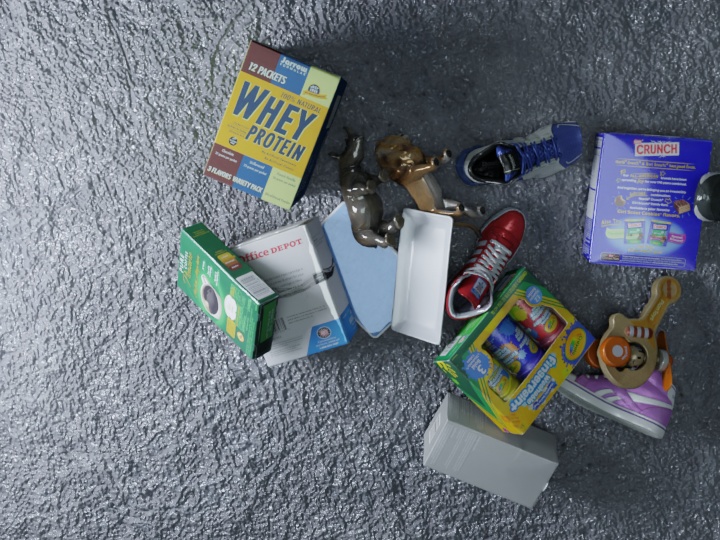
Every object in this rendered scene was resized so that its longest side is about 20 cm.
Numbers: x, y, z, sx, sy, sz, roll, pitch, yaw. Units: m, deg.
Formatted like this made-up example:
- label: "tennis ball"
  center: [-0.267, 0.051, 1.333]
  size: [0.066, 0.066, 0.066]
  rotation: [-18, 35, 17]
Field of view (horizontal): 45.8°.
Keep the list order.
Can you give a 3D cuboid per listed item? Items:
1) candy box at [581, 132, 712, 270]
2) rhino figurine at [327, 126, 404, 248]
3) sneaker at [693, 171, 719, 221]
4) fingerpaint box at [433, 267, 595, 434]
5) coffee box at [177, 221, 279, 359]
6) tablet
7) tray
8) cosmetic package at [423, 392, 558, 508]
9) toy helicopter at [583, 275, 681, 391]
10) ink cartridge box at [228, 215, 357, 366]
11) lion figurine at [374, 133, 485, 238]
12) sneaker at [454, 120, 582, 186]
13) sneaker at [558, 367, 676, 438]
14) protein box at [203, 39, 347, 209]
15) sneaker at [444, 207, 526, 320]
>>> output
- label: "candy box"
  center: [0.442, -0.110, 1.326]
  size: [0.167, 0.077, 0.202]
  rotation: [5, 101, 1]
- label: "rhino figurine"
  center: [0.002, -0.128, 1.330]
  size: [0.060, 0.087, 0.202]
  rotation: [-20, 93, -39]
- label: "sneaker"
  center: [0.580, -0.102, 1.279]
  size: [0.199, 0.084, 0.075]
  rotation: [5, 97, -34]
- label: "fingerpaint box"
  center: [0.243, 0.126, 1.340]
  size: [0.167, 0.073, 0.200]
  rotation: [45, 74, -6]
- label: "coffee box"
  center: [-0.207, 0.029, 1.315]
  size: [0.200, 0.044, 0.124]
  rotation: [39, 137, 28]
- label: "tablet"
  center: [0.000, 0.000, 1.392]
  size: [0.130, 0.014, 0.200]
  rotation: [-44, 95, 9]
- label: "tray"
  center: [0.101, 0.008, 1.349]
  size: [0.022, 0.107, 0.202]
  rotation: [-4, 104, -43]
- label: "cosmetic package"
  center: [0.212, 0.293, 1.392]
  size: [0.198, 0.090, 0.107]
  rotation: [22, 117, -6]
- label: "toy helicopter"
  center: [0.458, 0.100, 1.354]
  size: [0.132, 0.079, 0.201]
  rotation: [35, 78, -2]
- label: "ink cartridge box"
  center: [-0.107, 0.031, 1.355]
  size: [0.143, 0.084, 0.202]
  rotation: [-17, 100, 15]
- label: "lion figurine"
  center: [0.105, -0.127, 1.333]
  size: [0.122, 0.072, 0.201]
  rotation: [-11, 114, 45]
- label: "sneaker"
  center: [0.247, -0.167, 1.302]
  size: [0.198, 0.115, 0.081]
  rotation: [-14, 101, 4]
- label: "sneaker"
  center: [0.415, 0.182, 1.394]
  size: [0.199, 0.073, 0.115]
  rotation: [23, 81, 3]
- label: "protein box"
  center: [-0.119, -0.215, 1.261]
  size: [0.134, 0.200, 0.200]
  rotation: [22, 100, -2]
- label: "sneaker"
  center: [0.197, -0.006, 1.334]
  size: [0.071, 0.113, 0.201]
  rotation: [34, 100, -5]
